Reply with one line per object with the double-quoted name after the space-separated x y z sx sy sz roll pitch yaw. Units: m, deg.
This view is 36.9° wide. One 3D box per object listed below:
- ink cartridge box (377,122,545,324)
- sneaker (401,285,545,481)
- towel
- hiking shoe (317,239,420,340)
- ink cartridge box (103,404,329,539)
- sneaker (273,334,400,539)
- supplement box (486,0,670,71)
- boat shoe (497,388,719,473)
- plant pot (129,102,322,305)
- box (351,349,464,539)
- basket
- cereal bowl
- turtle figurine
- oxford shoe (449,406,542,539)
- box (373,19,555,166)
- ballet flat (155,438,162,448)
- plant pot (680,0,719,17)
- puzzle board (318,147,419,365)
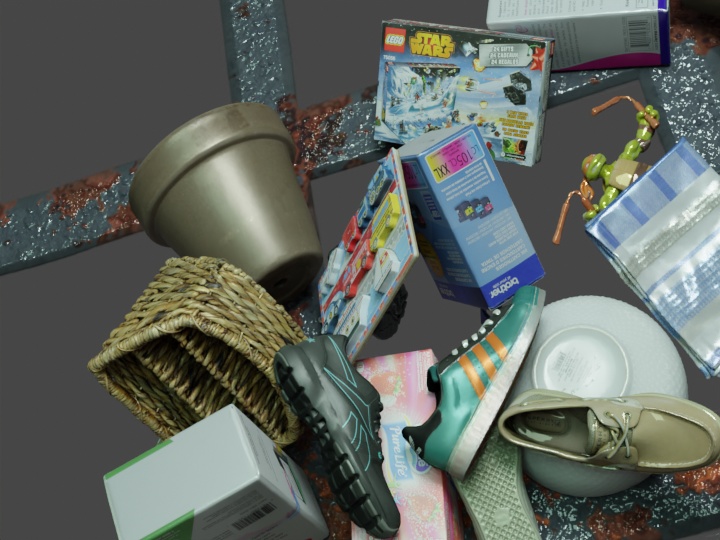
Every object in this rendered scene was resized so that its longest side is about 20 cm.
0.107 -0.041 1.105 0.076 0.136 0.202 -30 101 -12 "ink cartridge box"
0.108 0.091 1.014 0.079 0.072 0.202 26 69 13 "sneaker"
0.337 -0.014 1.075 0.146 0.024 0.201 -40 81 0 "towel"
0.013 -0.029 1.199 0.099 0.076 0.203 10 70 18 "hiking shoe"
-0.134 0.231 1.054 0.143 0.201 0.085 -29 57 2 "ink cartridge box"
-0.006 0.148 1.003 0.078 0.075 0.202 -21 75 -28 "sneaker"
0.251 -0.298 1.234 0.196 0.101 0.105 -1 65 17 "supplement box"
0.220 0.145 0.960 0.197 0.065 0.074 5 98 27 "boat shoe"
-0.129 -0.054 1.190 0.199 0.200 0.176 -35 70 -1 "plant pot"
0.044 0.193 1.069 0.093 0.103 0.203 -9 62 13 "box"
-0.139 0.105 1.078 0.141 0.201 0.150 2 49 47 "basket"
0.220 0.114 1.060 0.196 0.083 0.203 -7 65 15 "cereal bowl"
0.294 -0.082 1.139 0.159 0.065 0.202 23 66 18 "turtle figurine"
0.128 0.209 1.038 0.074 0.058 0.203 -17 77 1 "oxford shoe"
0.114 -0.204 1.226 0.197 0.040 0.139 13 111 23 "box"
-0.188 0.177 1.178 0.066 0.067 0.203 7 68 38 "ballet flat"
0.435 -0.339 1.161 0.173 0.200 0.203 9 67 40 "plant pot"
0.000 0.000 1.076 0.017 0.201 0.152 13 41 -20 "puzzle board"
